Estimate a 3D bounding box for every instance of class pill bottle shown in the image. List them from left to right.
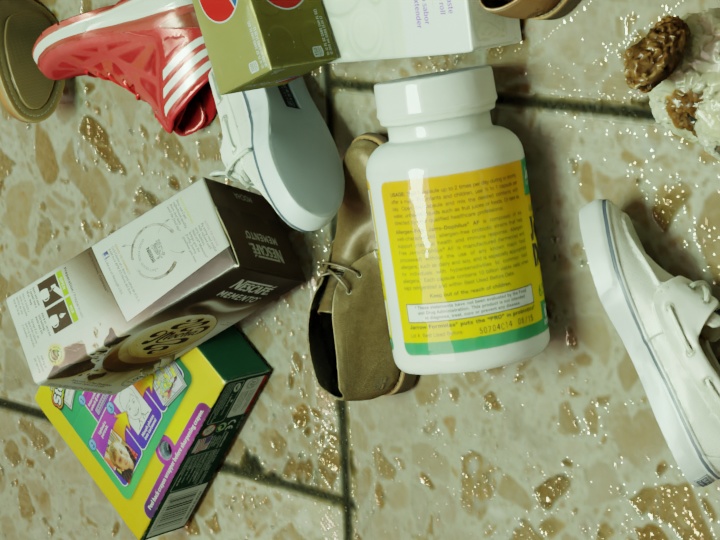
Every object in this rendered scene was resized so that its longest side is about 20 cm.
[{"bbox_3d":[0.064,-0.036,1.489,0.112,0.112,0.202,-2,99,45],"label":"pill bottle"}]

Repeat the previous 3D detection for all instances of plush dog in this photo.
[{"bbox_3d":[0.246,-0.114,1.268,0.171,0.200,0.162,4,70,35],"label":"plush dog"}]

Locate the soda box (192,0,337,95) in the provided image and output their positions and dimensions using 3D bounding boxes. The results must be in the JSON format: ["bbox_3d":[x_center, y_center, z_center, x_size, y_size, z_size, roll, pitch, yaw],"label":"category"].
[{"bbox_3d":[-0.087,-0.233,1.538,0.064,0.067,0.201,-21,85,47],"label":"soda box"}]

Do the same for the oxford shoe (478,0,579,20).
[{"bbox_3d":[0.140,-0.239,1.389,0.071,0.071,0.201,49,129,26],"label":"oxford shoe"}]

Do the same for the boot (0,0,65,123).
[{"bbox_3d":[-0.338,-0.194,1.875,0.155,0.076,0.201,-33,74,43],"label":"boot"}]

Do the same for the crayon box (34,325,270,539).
[{"bbox_3d":[-0.180,0.096,1.809,0.173,0.058,0.201,50,130,25],"label":"crayon box"}]

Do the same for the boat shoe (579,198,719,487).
[{"bbox_3d":[0.209,0.038,1.406,0.070,0.071,0.201,-26,77,18],"label":"boat shoe"}]

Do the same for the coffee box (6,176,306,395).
[{"bbox_3d":[-0.159,0.016,1.673,0.199,0.113,0.080,-31,71,21],"label":"coffee box"}]

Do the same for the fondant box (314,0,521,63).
[{"bbox_3d":[0.016,-0.225,1.525,0.199,0.058,0.145,1,101,44],"label":"fondant box"}]

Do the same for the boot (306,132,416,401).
[{"bbox_3d":[0.000,0.000,1.591,0.073,0.075,0.202,10,105,48],"label":"boot"}]

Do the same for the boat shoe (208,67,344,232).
[{"bbox_3d":[-0.077,-0.092,1.610,0.086,0.074,0.203,-49,48,33],"label":"boat shoe"}]

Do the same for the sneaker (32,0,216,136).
[{"bbox_3d":[-0.188,-0.155,1.737,0.199,0.078,0.116,-16,88,47],"label":"sneaker"}]
